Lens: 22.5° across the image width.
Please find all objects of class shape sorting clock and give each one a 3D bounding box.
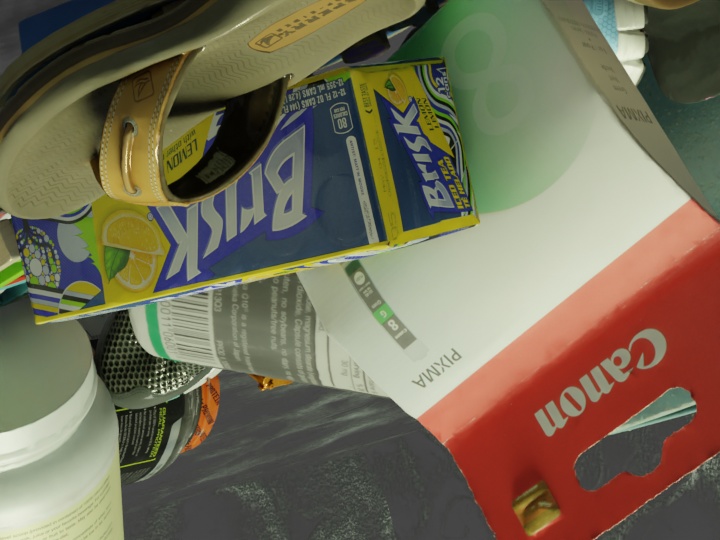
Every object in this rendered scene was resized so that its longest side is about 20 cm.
[{"bbox_3d":[-0.046,-0.089,0.704,0.198,0.040,0.200,-18,171,-3],"label":"shape sorting clock"}]

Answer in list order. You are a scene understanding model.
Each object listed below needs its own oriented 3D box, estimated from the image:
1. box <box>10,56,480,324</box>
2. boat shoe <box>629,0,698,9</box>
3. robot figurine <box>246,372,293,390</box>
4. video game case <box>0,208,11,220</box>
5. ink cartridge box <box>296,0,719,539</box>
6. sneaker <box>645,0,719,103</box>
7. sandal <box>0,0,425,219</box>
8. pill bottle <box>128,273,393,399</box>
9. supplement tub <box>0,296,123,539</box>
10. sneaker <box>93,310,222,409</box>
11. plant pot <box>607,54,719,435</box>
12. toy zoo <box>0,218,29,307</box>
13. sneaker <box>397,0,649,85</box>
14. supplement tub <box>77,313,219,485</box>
[{"bbox_3d":[-0.053,-0.029,0.730,0.199,0.071,0.064,-12,-179,39],"label":"box"},{"bbox_3d":[0.140,-0.148,0.671,0.199,0.072,0.064,-21,-150,-40],"label":"boat shoe"},{"bbox_3d":[-0.021,0.011,1.137,0.144,0.059,0.199,29,-146,34],"label":"robot figurine"},{"bbox_3d":[-0.278,0.005,0.856,0.181,0.024,0.200,-12,168,-39],"label":"video game case"},{"bbox_3d":[0.060,0.002,0.715,0.161,0.201,0.050,-41,155,30],"label":"ink cartridge box"},{"bbox_3d":[0.216,-0.146,0.831,0.086,0.081,0.199,-26,-175,-34],"label":"sneaker"},{"bbox_3d":[-0.056,-0.054,0.620,0.199,0.055,0.080,-24,165,32],"label":"sandal"},{"bbox_3d":[0.000,0.000,0.850,0.198,0.114,0.113,9,175,10],"label":"pill bottle"},{"bbox_3d":[-0.204,0.128,1.007,0.144,0.145,0.202,-14,129,-22],"label":"supplement tub"},{"bbox_3d":[-0.084,0.006,0.982,0.200,0.078,0.091,-43,173,20],"label":"sneaker"},{"bbox_3d":[0.224,-0.043,0.997,0.195,0.202,0.195,-23,169,32],"label":"plant pot"},{"bbox_3d":[-0.153,-0.011,0.931,0.131,0.021,0.199,-28,177,36],"label":"toy zoo"},{"bbox_3d":[0.052,-0.095,0.832,0.089,0.079,0.200,5,160,-18],"label":"sneaker"},{"bbox_3d":[-0.194,0.088,1.197,0.122,0.124,0.199,-25,168,38],"label":"supplement tub"}]
